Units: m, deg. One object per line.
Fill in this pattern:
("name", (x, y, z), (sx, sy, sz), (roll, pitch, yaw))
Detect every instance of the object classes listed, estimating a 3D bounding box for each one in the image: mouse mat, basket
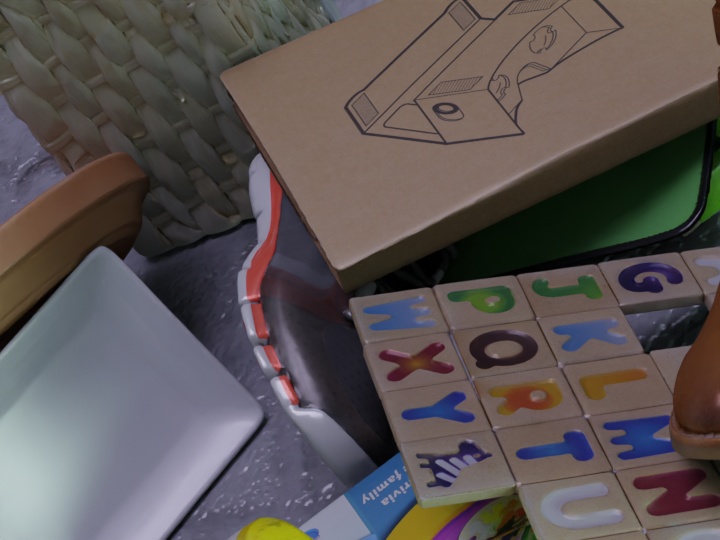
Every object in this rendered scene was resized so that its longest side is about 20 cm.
("mouse mat", (0.072, -0.058, 0.912), (0.199, 0.008, 0.162), (-14, 47, 34))
("basket", (-0.102, -0.120, 0.989), (0.135, 0.200, 0.124), (-21, 43, 17))

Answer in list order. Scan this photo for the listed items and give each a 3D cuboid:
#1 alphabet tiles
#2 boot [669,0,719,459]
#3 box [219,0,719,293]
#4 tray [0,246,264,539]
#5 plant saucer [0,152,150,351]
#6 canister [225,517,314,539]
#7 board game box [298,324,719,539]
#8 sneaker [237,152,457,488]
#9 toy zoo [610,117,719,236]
("alphabet tiles", (0.094, 0.050, 0.717), (0.166, 0.008, 0.200), (-8, 30, -8))
("boot", (0.142, -0.040, 0.696), (0.073, 0.156, 0.200), (-2, 26, 33))
("box", (0.054, -0.080, 0.872), (0.199, 0.021, 0.164), (-25, 38, -6))
("tray", (-0.138, 0.097, 0.853), (0.200, 0.107, 0.022), (-50, 19, -21))
("plant saucer", (-0.167, 0.027, 0.919), (0.200, 0.032, 0.200), (-43, -2, -2))
("canister", (-0.081, 0.188, 0.676), (0.199, 0.086, 0.149), (-36, 36, 22))
("board game box", (0.067, 0.123, 0.706), (0.151, 0.047, 0.200), (-37, 36, -3))
("sneaker", (0.000, 0.000, 0.863), (0.081, 0.077, 0.201), (-25, 42, 15))
("toy zoo", (0.178, -0.108, 0.903), (0.200, 0.021, 0.131), (-39, 36, -7))
